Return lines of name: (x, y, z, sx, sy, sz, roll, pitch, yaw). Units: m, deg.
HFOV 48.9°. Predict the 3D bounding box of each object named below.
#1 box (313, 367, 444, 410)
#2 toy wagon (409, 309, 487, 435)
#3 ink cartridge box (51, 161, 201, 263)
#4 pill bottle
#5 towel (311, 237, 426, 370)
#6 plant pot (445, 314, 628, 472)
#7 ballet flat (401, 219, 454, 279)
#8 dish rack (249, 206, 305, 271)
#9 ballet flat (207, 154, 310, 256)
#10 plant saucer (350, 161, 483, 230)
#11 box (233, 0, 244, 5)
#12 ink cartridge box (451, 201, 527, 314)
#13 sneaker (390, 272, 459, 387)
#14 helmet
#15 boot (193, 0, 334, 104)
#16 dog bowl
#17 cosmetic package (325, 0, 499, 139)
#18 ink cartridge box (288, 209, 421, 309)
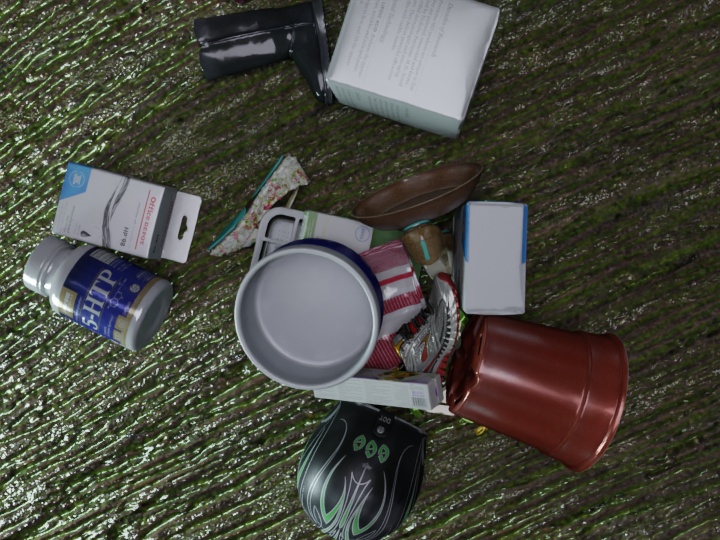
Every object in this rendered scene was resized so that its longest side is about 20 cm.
box: (0.021, 0.163, 1.115, 0.199, 0.039, 0.042, -1, 105, 35)
toy wagon: (0.133, 0.161, 1.210, 0.155, 0.040, 0.200, -37, 89, 5)
ink cartridge box: (-0.361, -0.088, 1.230, 0.199, 0.067, 0.116, 15, 92, 4)
pill bottle: (-0.402, 0.029, 1.212, 0.199, 0.120, 0.120, 25, 94, 4)
towel: (0.029, 0.069, 1.154, 0.144, 0.023, 0.201, -22, 102, -3)
plant pot: (0.234, 0.156, 1.104, 0.195, 0.201, 0.201, 18, 93, -6)
ballet flat: (0.104, -0.024, 1.124, 0.068, 0.200, 0.073, -21, 83, 9)
dish rack: (-0.088, 0.014, 1.204, 0.171, 0.044, 0.201, 13, 93, -16)
ballet flat: (-0.152, -0.087, 1.213, 0.064, 0.076, 0.200, 39, 98, -13)
plant saucer: (0.084, -0.102, 1.133, 0.200, 0.200, 0.037, -19, 107, 5)
box: (-0.247, -0.504, 1.192, 0.200, 0.103, 0.095, 33, 94, 2)
ink cartridge box: (0.178, -0.019, 1.120, 0.086, 0.200, 0.147, 1, 92, 3)
sneaker: (0.089, 0.095, 1.105, 0.082, 0.078, 0.201, 11, 114, -5)
helmet: (-0.001, 0.300, 1.160, 0.199, 0.200, 0.191, 23, 76, 4)
boot: (-0.145, -0.319, 1.205, 0.199, 0.066, 0.166, -8, 82, 2)
dog bowl: (-0.068, 0.058, 1.095, 0.199, 0.079, 0.201, 2, 104, 8)
cosmetic package: (0.075, -0.304, 1.138, 0.199, 0.165, 0.166, 18, 93, 3)
ink cartridge box: (0.000, 0.000, 1.180, 0.199, 0.048, 0.146, 11, 94, -13)
